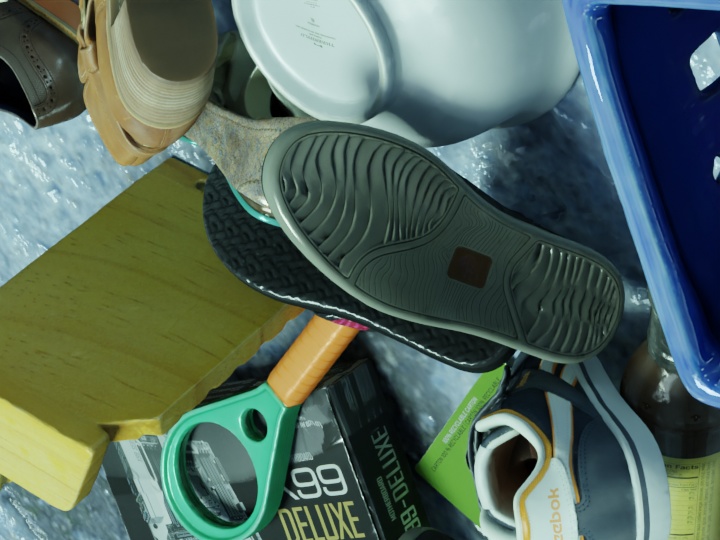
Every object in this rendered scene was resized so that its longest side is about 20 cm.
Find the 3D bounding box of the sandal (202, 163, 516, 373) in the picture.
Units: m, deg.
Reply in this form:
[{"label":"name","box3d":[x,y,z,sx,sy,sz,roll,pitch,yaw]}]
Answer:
[{"label":"sandal","box3d":[0.000,0.000,1.396,0.199,0.075,0.045,28,172,19]}]

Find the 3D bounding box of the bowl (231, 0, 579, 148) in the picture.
[{"label":"bowl","box3d":[0.003,-0.131,1.239,0.201,0.090,0.202,30,142,26]}]

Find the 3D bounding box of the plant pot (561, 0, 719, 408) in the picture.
[{"label":"plant pot","box3d":[0.219,-0.062,0.975,0.199,0.180,0.201,9,130,43]}]

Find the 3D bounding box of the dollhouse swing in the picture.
[{"label":"dollhouse swing","box3d":[-0.132,0.071,1.493,0.181,0.200,0.176,27,140,30]}]

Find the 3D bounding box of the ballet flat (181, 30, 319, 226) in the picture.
[{"label":"ballet flat","box3d":[-0.058,-0.085,1.366,0.200,0.068,0.068,41,120,55]}]

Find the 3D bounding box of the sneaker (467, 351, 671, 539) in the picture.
[{"label":"sneaker","box3d":[0.087,0.083,1.289,0.200,0.079,0.079,-127,27,-73]}]

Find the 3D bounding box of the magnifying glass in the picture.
[{"label":"magnifying glass","box3d":[-0.053,0.081,1.479,0.080,0.022,0.200,50,127,16]}]

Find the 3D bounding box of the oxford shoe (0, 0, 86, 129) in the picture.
[{"label":"oxford shoe","box3d":[-0.231,-0.141,1.512,0.199,0.073,0.072,27,141,31]}]

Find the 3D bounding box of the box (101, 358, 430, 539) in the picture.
[{"label":"box","box3d":[-0.053,0.144,1.554,0.199,0.050,0.159,-10,104,40]}]

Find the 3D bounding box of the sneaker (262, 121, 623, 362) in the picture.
[{"label":"sneaker","box3d":[0.021,-0.014,1.259,0.199,0.075,0.106,28,176,-29]}]

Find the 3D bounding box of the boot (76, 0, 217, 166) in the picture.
[{"label":"boot","box3d":[-0.109,-0.158,1.321,0.155,0.076,0.201,134,126,-71]}]

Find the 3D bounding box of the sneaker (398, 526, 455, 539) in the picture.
[{"label":"sneaker","box3d":[0.091,0.213,1.369,0.106,0.075,0.201,3,134,42]}]

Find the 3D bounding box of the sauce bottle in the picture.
[{"label":"sauce bottle","box3d":[0.158,0.074,1.289,0.065,0.065,0.201,28,139,28]}]

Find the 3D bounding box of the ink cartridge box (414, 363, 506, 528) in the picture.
[{"label":"ink cartridge box","box3d":[0.103,0.166,1.429,0.200,0.076,0.148,42,146,8]}]

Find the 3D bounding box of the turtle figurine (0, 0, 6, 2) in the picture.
[{"label":"turtle figurine","box3d":[-0.184,-0.216,1.350,0.200,0.100,0.151,-163,59,-70]}]
